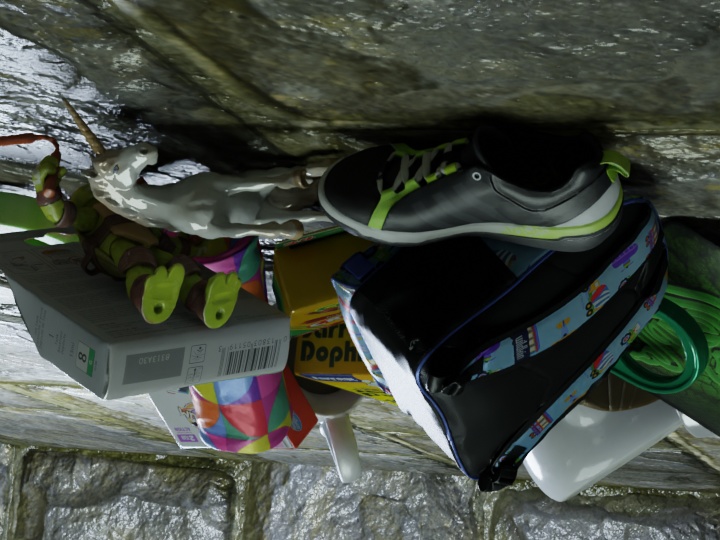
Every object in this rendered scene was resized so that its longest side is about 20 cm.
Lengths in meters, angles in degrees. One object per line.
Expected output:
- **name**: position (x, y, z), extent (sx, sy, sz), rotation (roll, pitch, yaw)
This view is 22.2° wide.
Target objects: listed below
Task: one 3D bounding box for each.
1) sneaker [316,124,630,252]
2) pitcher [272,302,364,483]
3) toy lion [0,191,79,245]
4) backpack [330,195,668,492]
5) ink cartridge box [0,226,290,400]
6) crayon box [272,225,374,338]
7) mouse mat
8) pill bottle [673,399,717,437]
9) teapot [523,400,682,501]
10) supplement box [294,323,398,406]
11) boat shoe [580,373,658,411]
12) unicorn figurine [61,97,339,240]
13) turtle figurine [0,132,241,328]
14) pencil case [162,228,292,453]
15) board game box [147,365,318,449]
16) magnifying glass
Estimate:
- **sneaker**: position (0.067, -0.064, 1.123), extent (0.199, 0.072, 0.083), rotation (2, 144, 15)
- **pitcher**: position (-0.037, 0.105, 1.677), extent (0.120, 0.173, 0.200), rotation (-11, 179, -8)
- **toy lion**: position (-0.315, -0.037, 1.442), extent (0.199, 0.069, 0.192), rotation (3, 161, 13)
- **backpack**: position (0.102, 0.017, 1.216), extent (0.135, 0.200, 0.183), rotation (44, 170, 35)
- **ink cartridge box**: position (-0.171, 0.024, 1.295), extent (0.160, 0.050, 0.199), rotation (-7, -156, -43)
- **crayon box**: position (0.000, 0.000, 1.340), extent (0.126, 0.051, 0.200), rotation (-16, 172, -4)
- **mouse mat**: position (0.278, 0.064, 1.335), extent (0.199, 0.008, 0.161), rotation (33, 136, 10)
- **pill bottle**: position (0.339, 0.068, 1.390), extent (0.199, 0.112, 0.111), rotation (-15, 160, 30)
- **teapot**: position (0.214, 0.107, 1.685), extent (0.197, 0.147, 0.200), rotation (-26, 166, -33)
- **supplement box**: position (0.047, 0.053, 1.559), extent (0.108, 0.110, 0.200), rotation (-2, 166, 33)
- **boat shoe**: position (0.165, 0.074, 1.499), extent (0.199, 0.074, 0.065), rotation (2, -163, -21)
- **unicorn figurine**: position (-0.089, -0.049, 1.197), extent (0.136, 0.074, 0.200), rotation (0, 167, 23)
- **turtle figurine**: position (-0.164, -0.021, 1.241), extent (0.200, 0.065, 0.161), rotation (28, -170, -49)
- **pencil case**: position (-0.104, 0.050, 1.448), extent (0.088, 0.089, 0.201), rotation (3, 124, 15)
- **board game box**: position (-0.142, 0.065, 1.577), extent (0.152, 0.040, 0.201), rotation (-4, 123, 43)
- **magnifying glass**: position (0.172, 0.048, 1.380), extent (0.199, 0.080, 0.022), rotation (6, -145, 41)
